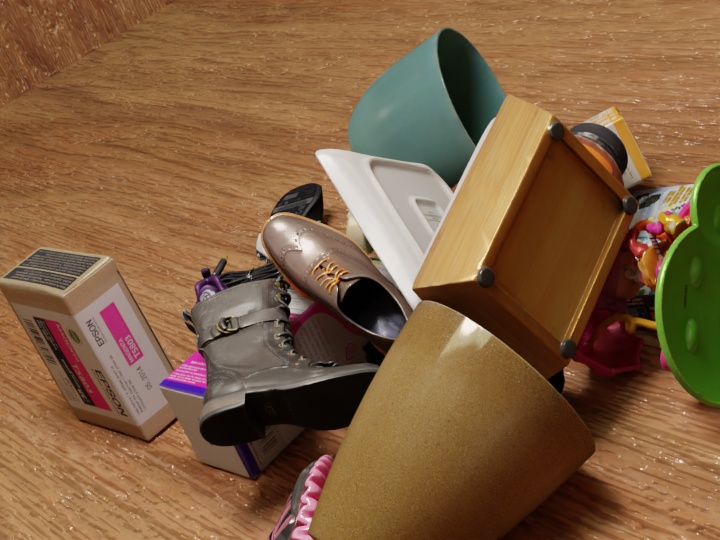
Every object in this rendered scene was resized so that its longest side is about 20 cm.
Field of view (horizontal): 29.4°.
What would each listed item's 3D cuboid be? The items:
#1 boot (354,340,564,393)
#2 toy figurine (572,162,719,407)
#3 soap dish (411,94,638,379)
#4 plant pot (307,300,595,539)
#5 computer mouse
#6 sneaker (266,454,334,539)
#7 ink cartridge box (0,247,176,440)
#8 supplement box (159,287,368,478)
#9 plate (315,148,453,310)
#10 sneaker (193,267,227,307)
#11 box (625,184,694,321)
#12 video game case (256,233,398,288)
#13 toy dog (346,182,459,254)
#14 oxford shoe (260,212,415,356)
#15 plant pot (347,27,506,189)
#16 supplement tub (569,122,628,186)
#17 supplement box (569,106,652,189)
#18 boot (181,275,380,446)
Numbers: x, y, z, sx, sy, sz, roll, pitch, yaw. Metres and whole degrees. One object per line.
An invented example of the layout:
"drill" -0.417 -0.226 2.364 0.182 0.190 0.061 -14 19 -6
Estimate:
"boot" 0.089 0.092 1.294 0.196 0.074 0.163 -25 25 11
"toy figurine" 0.246 0.018 1.193 0.149 0.203 0.183 12 -12 -34
"soap dish" 0.144 -0.024 1.158 0.081 0.157 0.202 -2 54 53
"plant pot" 0.056 0.162 1.095 0.201 0.187 0.186 -50 31 -11
"computer mouse" -0.115 -0.030 1.759 0.139 0.046 0.201 -18 31 26
"sneaker" -0.059 0.236 1.162 0.095 0.079 0.201 -26 21 26
"ink cartridge box" -0.296 0.080 1.522 0.075 0.202 0.164 -40 28 -29
"supplement box" -0.091 0.102 1.403 0.103 0.102 0.200 7 39 48
"plate" 0.066 -0.040 1.345 0.032 0.201 0.199 -41 -23 25
"sneaker" -0.165 0.071 1.548 0.074 0.088 0.200 -25 25 0
"box" 0.275 -0.016 1.361 0.136 0.040 0.200 -4 32 39
"video game case" 0.000 0.000 1.430 0.197 0.023 0.182 12 5 -14
"toy dog" 0.050 -0.078 1.511 0.130 0.098 0.200 0 18 0
"oxford shoe" -0.017 0.006 1.269 0.199 0.073 0.072 36 87 18
"plant pot" 0.082 -0.166 1.666 0.160 0.201 0.201 -26 22 25
"supplement tub" 0.188 -0.059 1.323 0.106 0.108 0.200 0 37 42
"supplement box" 0.206 -0.094 1.478 0.198 0.074 0.126 -29 7 11
"boot" -0.074 0.069 1.288 0.197 0.070 0.175 -11 44 3
